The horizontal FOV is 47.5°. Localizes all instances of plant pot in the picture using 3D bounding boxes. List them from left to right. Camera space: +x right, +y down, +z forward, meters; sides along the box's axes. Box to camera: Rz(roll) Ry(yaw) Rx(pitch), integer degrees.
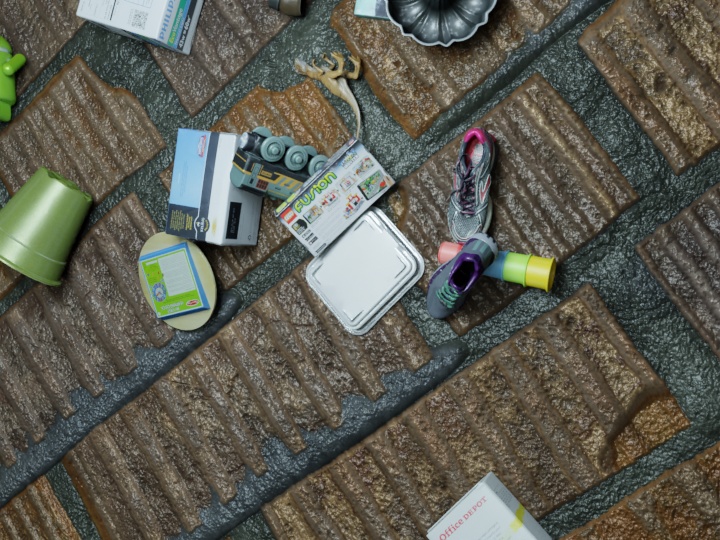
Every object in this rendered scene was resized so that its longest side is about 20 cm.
[{"bbox_3d":[-0.649,-0.101,1.676,0.199,0.200,0.191,34,89,17],"label":"plant pot"}]

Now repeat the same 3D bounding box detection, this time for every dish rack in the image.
[{"bbox_3d":[0.000,0.000,1.495,0.200,0.043,0.172,-45,75,14],"label":"dish rack"}]

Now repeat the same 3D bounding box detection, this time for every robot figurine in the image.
[{"bbox_3d":[-0.801,-0.420,1.750,0.173,0.116,0.203,-6,88,11],"label":"robot figurine"}]

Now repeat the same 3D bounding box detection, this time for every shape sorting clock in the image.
[{"bbox_3d":[-0.360,0.021,1.612,0.198,0.039,0.203,9,108,31],"label":"shape sorting clock"}]

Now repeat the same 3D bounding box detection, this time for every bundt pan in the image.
[{"bbox_3d":[0.136,-0.480,1.404,0.199,0.076,0.205,0,94,5],"label":"bundt pan"}]

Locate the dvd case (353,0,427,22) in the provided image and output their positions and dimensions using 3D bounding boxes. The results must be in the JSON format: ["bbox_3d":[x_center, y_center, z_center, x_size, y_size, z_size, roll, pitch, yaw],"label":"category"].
[{"bbox_3d":[0.072,-0.552,1.472,0.144,0.022,0.203,13,95,20],"label":"dvd case"}]

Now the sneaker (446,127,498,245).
[{"bbox_3d":[0.185,-0.144,1.402,0.080,0.075,0.203,5,89,21],"label":"sneaker"}]

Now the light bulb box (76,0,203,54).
[{"bbox_3d":[-0.417,-0.553,1.600,0.198,0.125,0.200,21,97,18],"label":"light bulb box"}]

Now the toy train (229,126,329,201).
[{"bbox_3d":[-0.141,-0.181,1.476,0.085,0.199,0.115,41,109,49],"label":"toy train"}]

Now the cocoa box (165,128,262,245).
[{"bbox_3d":[-0.269,-0.155,1.544,0.130,0.133,0.203,10,94,23],"label":"cocoa box"}]

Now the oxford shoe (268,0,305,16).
[{"bbox_3d":[-0.095,-0.568,1.517,0.084,0.073,0.202,23,102,3],"label":"oxford shoe"}]

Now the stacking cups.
[{"bbox_3d":[0.229,-0.010,1.398,0.198,0.060,0.061,11,95,20],"label":"stacking cups"}]

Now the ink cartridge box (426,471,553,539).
[{"bbox_3d":[0.234,0.469,1.390,0.145,0.083,0.200,-47,76,14],"label":"ink cartridge box"}]

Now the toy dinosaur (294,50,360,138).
[{"bbox_3d":[-0.036,-0.341,1.507,0.200,0.060,0.107,45,129,20],"label":"toy dinosaur"}]

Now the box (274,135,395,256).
[{"bbox_3d":[-0.046,-0.132,1.468,0.200,0.035,0.110,-42,113,6],"label":"box"}]

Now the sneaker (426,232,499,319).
[{"bbox_3d":[0.153,0.022,1.378,0.074,0.088,0.201,36,131,8],"label":"sneaker"}]
